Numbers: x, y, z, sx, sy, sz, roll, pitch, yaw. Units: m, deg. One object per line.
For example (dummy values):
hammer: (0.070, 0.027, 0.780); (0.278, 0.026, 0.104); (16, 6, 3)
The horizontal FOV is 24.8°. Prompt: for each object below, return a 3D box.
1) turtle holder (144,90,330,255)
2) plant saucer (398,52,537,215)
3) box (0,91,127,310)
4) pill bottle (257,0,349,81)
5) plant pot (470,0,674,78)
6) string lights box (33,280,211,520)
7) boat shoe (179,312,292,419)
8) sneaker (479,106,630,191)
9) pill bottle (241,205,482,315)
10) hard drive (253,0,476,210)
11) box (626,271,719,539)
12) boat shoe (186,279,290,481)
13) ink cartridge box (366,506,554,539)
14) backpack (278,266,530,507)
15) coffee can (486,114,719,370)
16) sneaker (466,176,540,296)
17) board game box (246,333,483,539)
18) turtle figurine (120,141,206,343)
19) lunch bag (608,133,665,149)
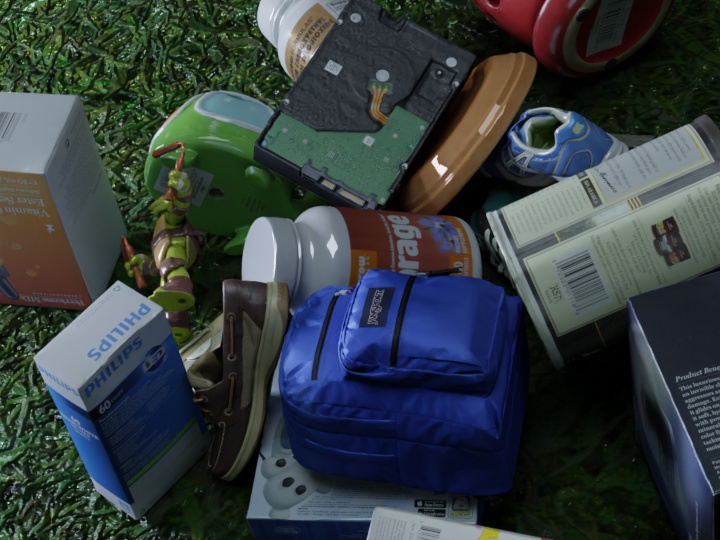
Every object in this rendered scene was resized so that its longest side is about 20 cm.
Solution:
turtle holder: (-0.117, -0.109, 1.632); (0.185, 0.141, 0.132); (0, 47, 13)
plant saucer: (0.096, -0.134, 1.586); (0.037, 0.200, 0.200); (35, 56, -11)
box: (-0.333, -0.067, 1.597); (0.152, 0.200, 0.106); (3, 49, 14)
pill bottle: (-0.022, -0.233, 1.736); (0.114, 0.114, 0.200); (-31, 51, -15)
plant pot: (0.222, -0.316, 1.710); (0.200, 0.201, 0.183); (-29, 58, -14)
string lights box: (-0.200, 0.115, 1.415); (0.059, 0.200, 0.103); (29, 60, 31)
boat shoe: (-0.110, 0.051, 1.541); (0.063, 0.073, 0.201); (31, 69, 28)
sneaker: (0.166, -0.120, 1.515); (0.200, 0.077, 0.076); (6, 58, 58)
pill bottle: (0.000, 0.000, 1.485); (0.200, 0.112, 0.112); (3, 44, -24)
hard drive: (0.005, -0.156, 1.572); (0.140, 0.038, 0.200); (28, 67, 7)
box: (0.298, 0.138, 1.301); (0.123, 0.200, 0.199); (-15, 48, -1)
boat shoe: (-0.116, 0.093, 1.422); (0.072, 0.200, 0.072); (9, 32, -13)
ink cartridge box: (0.099, 0.264, 1.295); (0.200, 0.067, 0.116); (9, 75, 18)
backpack: (0.032, 0.081, 1.367); (0.200, 0.168, 0.163); (2, 43, 15)
coffee can: (0.224, -0.023, 1.363); (0.200, 0.146, 0.146); (-24, 49, 6)
sneaker: (0.147, -0.020, 1.555); (0.080, 0.071, 0.200); (-11, 41, 2)
board game box: (0.014, 0.146, 1.450); (0.200, 0.043, 0.199); (0, 51, 11)
turtle figurine: (-0.181, -0.011, 1.549); (0.064, 0.200, 0.161); (10, 49, -21)
lunch bag: (0.287, -0.059, 1.528); (0.164, 0.118, 0.200); (5, 46, 13)
